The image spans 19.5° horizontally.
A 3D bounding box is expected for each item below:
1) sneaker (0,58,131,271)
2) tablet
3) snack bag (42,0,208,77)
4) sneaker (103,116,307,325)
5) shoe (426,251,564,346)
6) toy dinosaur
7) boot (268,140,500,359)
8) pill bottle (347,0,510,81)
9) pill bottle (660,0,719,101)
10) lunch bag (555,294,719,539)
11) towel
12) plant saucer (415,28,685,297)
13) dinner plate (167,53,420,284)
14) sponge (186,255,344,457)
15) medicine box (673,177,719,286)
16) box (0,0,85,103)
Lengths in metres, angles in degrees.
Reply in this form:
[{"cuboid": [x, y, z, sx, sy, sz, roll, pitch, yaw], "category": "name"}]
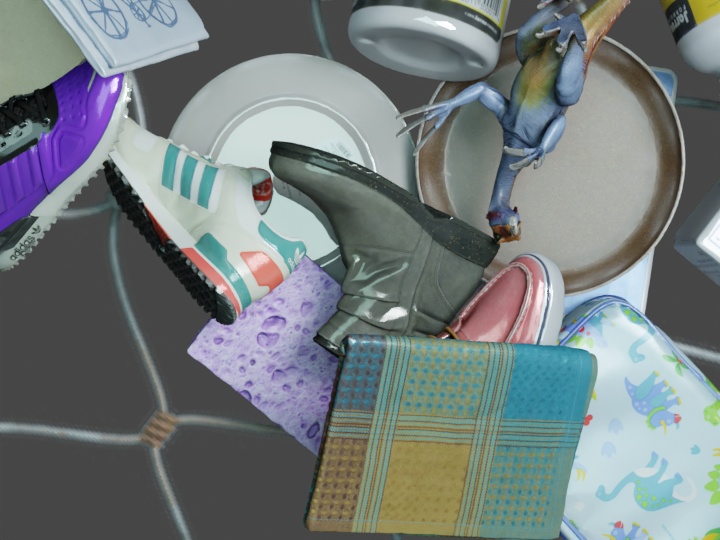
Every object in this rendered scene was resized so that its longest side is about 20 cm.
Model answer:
[{"cuboid": [-0.245, -0.090, 1.493, 0.099, 0.070, 0.200, 27, 115, -29], "category": "sneaker"}, {"cuboid": [0.164, -0.062, 1.581, 0.129, 0.014, 0.202, 8, 90, -2], "category": "tablet"}, {"cuboid": [-0.201, -0.231, 1.492, 0.021, 0.189, 0.201, -35, 91, 21], "category": "snack bag"}, {"cuboid": [-0.116, -0.054, 1.529, 0.093, 0.071, 0.200, -32, 62, -15], "category": "sneaker"}, {"cuboid": [0.064, 0.071, 1.474, 0.091, 0.071, 0.201, 20, 103, -43], "category": "shoe"}, {"cuboid": [0.134, -0.108, 1.464, 0.199, 0.182, 0.105, -20, 50, -17], "category": "toy dinosaur"}, {"cuboid": [0.000, 0.000, 1.484, 0.199, 0.068, 0.131, 28, 90, -27], "category": "boot"}, {"cuboid": [0.064, -0.250, 1.521, 0.113, 0.114, 0.202, 13, 77, -2], "category": "pill bottle"}, {"cuboid": [0.263, -0.209, 1.474, 0.111, 0.112, 0.201, -18, 81, -2], "category": "pill bottle"}, {"cuboid": [0.191, 0.130, 1.540, 0.161, 0.082, 0.200, -44, 95, 0], "category": "lunch bag"}, {"cuboid": [0.064, 0.116, 1.445, 0.199, 0.022, 0.148, 5, 106, -26], "category": "towel"}, {"cuboid": [0.141, -0.080, 1.551, 0.198, 0.032, 0.202, 0, 89, 10], "category": "plant saucer"}, {"cuboid": [-0.052, -0.063, 1.570, 0.198, 0.024, 0.202, 0, 89, -3], "category": "dinner plate"}, {"cuboid": [-0.020, 0.077, 1.553, 0.200, 0.030, 0.112, 39, 89, -8], "category": "sponge"}, {"cuboid": [0.367, -0.028, 1.543, 0.200, 0.103, 0.183, 39, 88, -1], "category": "medicine box"}, {"cuboid": [-0.299, -0.170, 1.563, 0.163, 0.021, 0.200, -40, 91, -2], "category": "box"}]
